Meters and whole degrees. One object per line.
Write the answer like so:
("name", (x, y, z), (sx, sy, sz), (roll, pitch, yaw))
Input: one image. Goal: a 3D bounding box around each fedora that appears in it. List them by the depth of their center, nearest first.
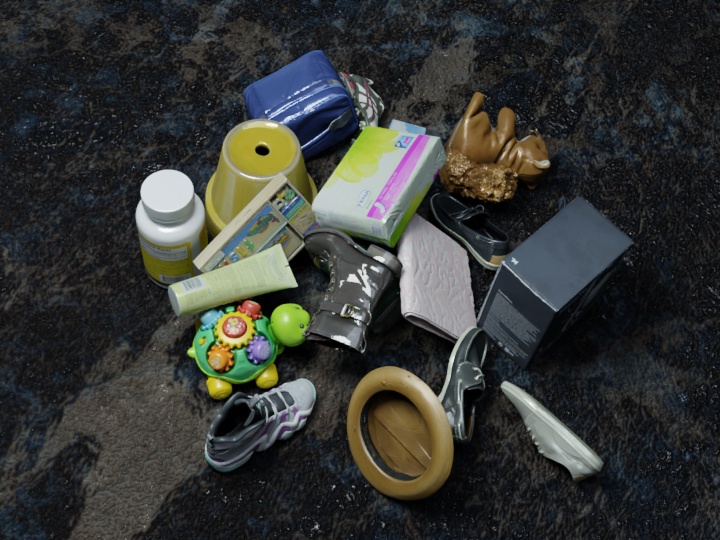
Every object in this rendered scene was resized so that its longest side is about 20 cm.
("fedora", (0.071, 0.239, 1.380), (0.081, 0.201, 0.201), (-3, 48, -52))

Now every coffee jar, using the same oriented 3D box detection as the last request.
("coffee jar", (0.000, 0.000, 1.537), (0.104, 0.085, 0.200), (-46, 66, 13))

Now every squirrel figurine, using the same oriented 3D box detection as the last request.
("squirrel figurine", (0.249, -0.195, 1.688), (0.185, 0.142, 0.202), (25, 62, -3))

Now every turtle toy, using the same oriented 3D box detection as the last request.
("turtle toy", (-0.174, 0.106, 1.450), (0.197, 0.102, 0.147), (-12, 59, -13))

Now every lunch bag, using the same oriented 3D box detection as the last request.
("lunch bag", (-0.111, -0.279, 1.672), (0.198, 0.136, 0.133), (-30, 62, 0))

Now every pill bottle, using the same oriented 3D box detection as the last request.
("pill bottle", (-0.302, -0.066, 1.488), (0.109, 0.201, 0.113), (3, 56, -5))

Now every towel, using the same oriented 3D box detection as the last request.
("towel", (0.123, 0.016, 1.515), (0.032, 0.190, 0.202), (-25, 52, 31))

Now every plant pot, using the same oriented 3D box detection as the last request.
("plant pot", (-0.166, -0.144, 1.562), (0.197, 0.190, 0.203), (3, 56, -5))

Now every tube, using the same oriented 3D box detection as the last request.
("tube", (-0.199, 0.021, 1.445), (0.198, 0.059, 0.052), (-19, 26, -24))

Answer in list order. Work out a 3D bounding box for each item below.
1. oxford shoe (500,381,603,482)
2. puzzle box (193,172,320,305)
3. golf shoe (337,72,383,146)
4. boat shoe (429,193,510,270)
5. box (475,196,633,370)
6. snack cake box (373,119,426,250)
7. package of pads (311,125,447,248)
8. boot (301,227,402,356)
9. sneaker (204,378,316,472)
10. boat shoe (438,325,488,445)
("oxford shoe", (0.286, 0.249, 1.432), (0.200, 0.075, 0.058), (45, 99, 23))
("puzzle box", (-0.159, -0.046, 1.490), (0.200, 0.133, 0.025), (-46, 49, -1))
("golf shoe", (0.013, -0.295, 1.749), (0.087, 0.077, 0.202), (-6, 62, -28))
("boat shoe", (0.194, -0.082, 1.620), (0.074, 0.063, 0.200), (-14, 45, -31))
("box", (0.310, 0.022, 1.500), (0.199, 0.198, 0.124), (-37, 67, -25))
("snack cake box", (0.053, -0.152, 1.634), (0.066, 0.116, 0.202), (17, 56, 5))
("package of pads", (0.028, -0.142, 1.500), (0.153, 0.069, 0.201), (14, 58, 32))
("boot", (-0.043, 0.033, 1.429), (0.198, 0.069, 0.175), (18, 68, 32))
("sneaker", (-0.143, 0.207, 1.363), (0.199, 0.141, 0.078), (-37, 67, -25))
("boat shoe", (0.170, 0.180, 1.447), (0.067, 0.072, 0.202), (-2, 53, 39))
